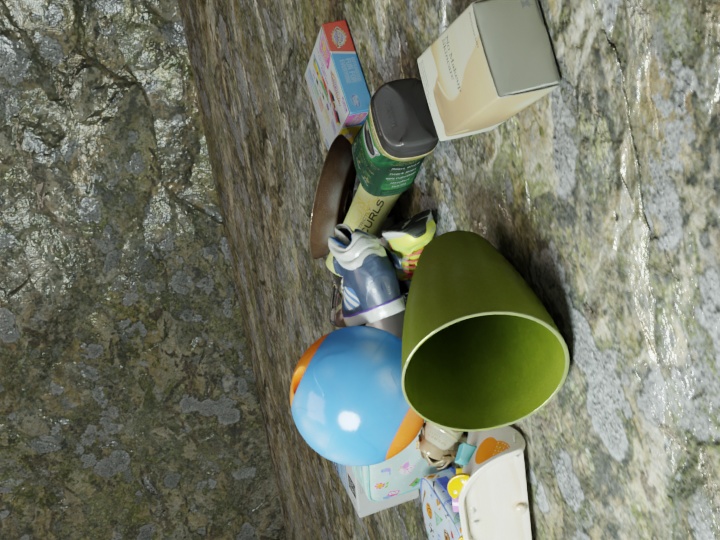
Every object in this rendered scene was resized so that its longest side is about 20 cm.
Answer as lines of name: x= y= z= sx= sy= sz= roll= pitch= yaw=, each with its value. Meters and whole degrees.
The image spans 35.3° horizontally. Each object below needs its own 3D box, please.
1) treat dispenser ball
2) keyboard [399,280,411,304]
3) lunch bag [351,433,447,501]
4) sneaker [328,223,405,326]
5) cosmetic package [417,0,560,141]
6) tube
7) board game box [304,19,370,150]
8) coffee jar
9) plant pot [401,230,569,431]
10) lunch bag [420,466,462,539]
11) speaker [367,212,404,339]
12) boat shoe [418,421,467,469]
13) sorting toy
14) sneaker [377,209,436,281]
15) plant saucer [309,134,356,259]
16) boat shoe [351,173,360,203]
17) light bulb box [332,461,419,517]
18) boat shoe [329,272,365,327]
treat dispenser ball: x=-0.002 y=0.179 z=1.624 sx=0.201 sy=0.201 sz=0.201 roll=165 pitch=90 yaw=-76
keyboard: x=0.089 y=0.059 z=1.613 sx=0.104 sy=0.040 sz=0.200 roll=42 pitch=171 yaw=-9
lunch bag: x=0.059 y=0.275 z=1.799 sx=0.200 sy=0.160 sz=0.077 roll=87 pitch=161 yaw=-44
sneaker: x=0.000 y=0.000 z=1.640 sx=0.200 sy=0.080 sz=0.147 roll=165 pitch=83 yaw=-77
cosmetic package: x=0.130 y=-0.211 z=1.192 sx=0.200 sy=0.071 sz=0.105 roll=150 pitch=105 yaw=-76
tube: x=0.006 y=-0.080 z=1.693 sx=0.052 sy=0.058 sz=0.200 roll=-91 pitch=25 yaw=-56
board game box: x=-0.038 y=-0.292 z=1.829 sx=0.200 sy=0.040 sz=0.153 roll=132 pitch=122 yaw=-74
coffee jar: x=0.047 y=-0.178 z=1.522 sx=0.200 sy=0.085 sz=0.104 roll=123 pitch=134 yaw=-73
plant pot: x=0.128 y=0.050 z=1.316 sx=0.200 sy=0.187 sz=0.187 roll=-98 pitch=4 yaw=-49
lunch bag: x=0.156 y=0.403 z=1.740 sx=0.200 sy=0.075 sz=0.161 roll=-133 pitch=33 yaw=-63
speaker: x=0.035 y=0.015 z=1.785 sx=0.081 sy=0.081 sz=0.200 roll=-162 pitch=58 yaw=-74
boat shoe: x=0.112 y=0.253 z=1.656 sx=0.071 sy=0.065 sz=0.200 roll=29 pitch=171 yaw=16
sorting toy: x=0.173 y=0.287 z=1.555 sx=0.180 sy=0.107 sz=0.200 roll=-89 pitch=-9 yaw=-66
sneaker: x=0.076 y=-0.027 z=1.620 sx=0.200 sy=0.078 sz=0.090 roll=127 pitch=119 yaw=-80
plant saucer: x=-0.035 y=-0.112 z=1.771 sx=0.200 sy=0.037 sz=0.201 roll=13 pitch=-90 yaw=-82
boat shoe: x=0.019 y=-0.154 z=1.715 sx=0.200 sy=0.057 sz=0.067 roll=93 pitch=157 yaw=-52
light bulb box: x=0.013 y=0.305 z=2.086 sx=0.200 sy=0.125 sz=0.198 roll=-123 pitch=22 yaw=-49
boat shoe: x=-0.019 y=-0.004 z=1.839 sx=0.073 sy=0.065 sz=0.200 roll=34 pitch=-121 yaw=-55
